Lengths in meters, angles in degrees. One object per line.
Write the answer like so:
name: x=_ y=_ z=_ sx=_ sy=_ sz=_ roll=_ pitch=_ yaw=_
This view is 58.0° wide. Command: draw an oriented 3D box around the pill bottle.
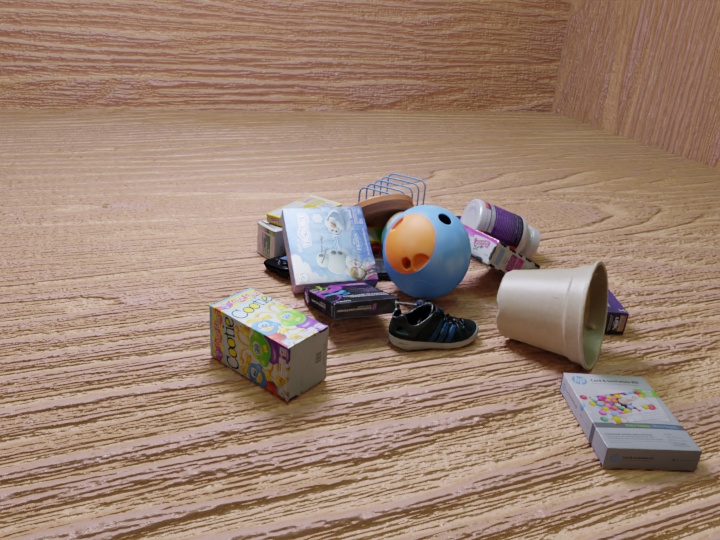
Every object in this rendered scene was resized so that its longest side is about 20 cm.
pill bottle: x=0.363 y=-0.100 z=1.685 sx=0.195 sy=0.114 sz=0.112 roll=19 pitch=19 yaw=-18

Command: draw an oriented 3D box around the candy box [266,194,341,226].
candy box: x=-0.138 y=-0.146 z=1.627 sx=0.100 sy=0.027 sz=0.199 roll=17 pitch=27 yaw=25

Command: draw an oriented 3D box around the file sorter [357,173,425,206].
file sorter: x=0.088 y=-0.189 z=1.848 sx=0.136 sy=0.126 sz=0.199 roll=16 pitch=26 yaw=24

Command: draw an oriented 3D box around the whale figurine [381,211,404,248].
whale figurine: x=0.136 y=-0.065 z=1.635 sx=0.196 sy=0.104 sz=0.163 roll=12 pitch=51 yaw=-36

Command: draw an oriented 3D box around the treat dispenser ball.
treat dispenser ball: x=0.146 y=-0.040 z=1.434 sx=0.194 sy=0.206 sz=0.202 roll=4 pitch=24 yaw=-2

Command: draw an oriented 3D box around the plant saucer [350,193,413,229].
plant saucer: x=0.043 y=-0.138 z=1.657 sx=0.195 sy=0.033 sz=0.201 roll=-15 pitch=-16 yaw=-4

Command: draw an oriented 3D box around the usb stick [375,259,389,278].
usb stick: x=0.000 y=0.000 z=1.524 sx=0.194 sy=0.033 sz=0.056 roll=-2 pitch=39 yaw=-17

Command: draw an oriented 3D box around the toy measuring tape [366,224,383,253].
toy measuring tape: x=-0.004 y=-0.076 z=1.629 sx=0.197 sy=0.076 sz=0.073 roll=-4 pitch=23 yaw=-46

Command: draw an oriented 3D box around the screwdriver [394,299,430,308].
screwdriver: x=0.106 y=0.065 z=1.312 sx=0.027 sy=0.030 sz=0.199 roll=-8 pitch=-13 yaw=24

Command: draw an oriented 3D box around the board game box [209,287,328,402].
board game box: x=-0.162 y=0.124 z=1.129 sx=0.197 sy=0.108 sz=0.102 roll=22 pitch=29 yaw=34

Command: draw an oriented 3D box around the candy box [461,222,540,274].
candy box: x=0.317 y=-0.037 z=1.535 sx=0.198 sy=0.062 sz=0.135 roll=22 pitch=8 yaw=-44

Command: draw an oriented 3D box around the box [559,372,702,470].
box: x=0.435 y=0.244 z=1.069 sx=0.151 sy=0.042 sz=0.201 roll=4 pitch=23 yaw=-4

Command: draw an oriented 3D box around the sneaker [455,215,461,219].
sneaker: x=0.281 y=-0.100 z=1.758 sx=0.097 sy=0.071 sz=0.201 roll=12 pitch=25 yaw=9

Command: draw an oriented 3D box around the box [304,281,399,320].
box: x=-0.022 y=0.059 z=1.324 sx=0.139 sy=0.037 sz=0.199 roll=-5 pitch=11 yaw=-22

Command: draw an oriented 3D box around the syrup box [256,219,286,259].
syrup box: x=-0.162 y=-0.092 z=1.635 sx=0.197 sy=0.081 sz=0.080 roll=-18 pitch=33 yaw=-42

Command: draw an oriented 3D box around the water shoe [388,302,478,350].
water shoe: x=0.149 y=0.105 z=1.266 sx=0.194 sy=0.081 sz=0.072 roll=-5 pitch=26 yaw=-22

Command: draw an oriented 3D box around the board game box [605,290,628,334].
board game box: x=0.477 y=0.066 z=1.449 sx=0.160 sy=0.058 sz=0.201 roll=2 pitch=24 yaw=-4

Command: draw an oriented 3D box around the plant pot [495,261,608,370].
plant pot: x=0.370 y=0.075 z=1.271 sx=0.179 sy=0.206 sz=0.199 roll=8 pitch=21 yaw=33

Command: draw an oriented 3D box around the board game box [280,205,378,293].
board game box: x=-0.073 y=-0.051 z=1.484 sx=0.193 sy=0.044 sz=0.205 roll=-4 pitch=61 yaw=-18

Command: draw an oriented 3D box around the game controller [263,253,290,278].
game controller: x=-0.133 y=-0.027 z=1.547 sx=0.197 sy=0.043 sz=0.103 roll=-18 pitch=33 yaw=-42
